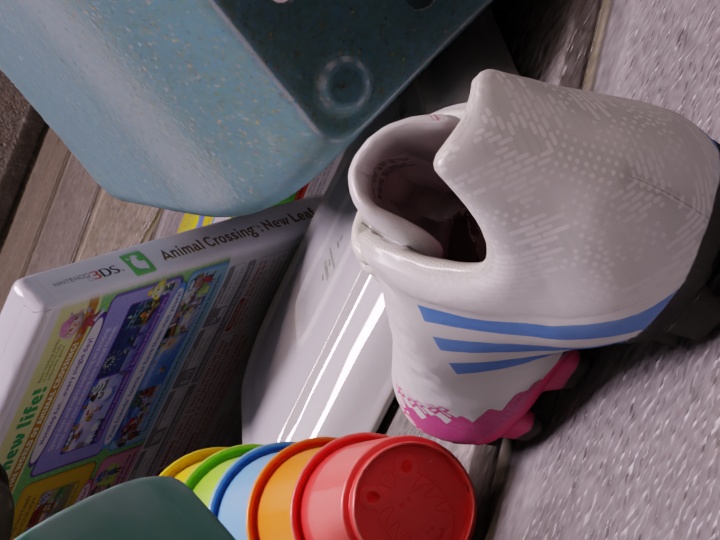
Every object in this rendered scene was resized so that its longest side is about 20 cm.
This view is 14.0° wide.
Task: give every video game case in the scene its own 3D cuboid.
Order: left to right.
[{"bbox_3d":[-0.102,0.067,1.155,0.182,0.022,0.201,-18,-38,-50],"label":"video game case"}]

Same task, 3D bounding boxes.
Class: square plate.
[{"bbox_3d":[0.000,0.000,1.069,0.200,0.028,0.199,-100,34,-73],"label":"square plate"}]

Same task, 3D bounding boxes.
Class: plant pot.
[{"bbox_3d":[-0.040,-0.136,1.044,0.196,0.196,0.200,-45,27,-9],"label":"plant pot"}]

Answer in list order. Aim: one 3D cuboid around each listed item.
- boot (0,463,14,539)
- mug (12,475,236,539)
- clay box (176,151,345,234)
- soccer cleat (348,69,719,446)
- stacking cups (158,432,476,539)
[{"bbox_3d":[-0.098,0.167,0.886,0.069,0.173,0.201,29,-101,-58],"label":"boot"},{"bbox_3d":[-0.068,0.151,0.768,0.152,0.114,0.185,-38,-16,-14],"label":"mug"},{"bbox_3d":[-0.051,-0.020,1.335,0.200,0.047,0.115,157,136,-78],"label":"clay box"},{"bbox_3d":[0.031,-0.008,0.748,0.200,0.086,0.070,139,153,-69],"label":"soccer cleat"},{"bbox_3d":[-0.013,0.080,0.890,0.061,0.060,0.200,-68,17,-13],"label":"stacking cups"}]
